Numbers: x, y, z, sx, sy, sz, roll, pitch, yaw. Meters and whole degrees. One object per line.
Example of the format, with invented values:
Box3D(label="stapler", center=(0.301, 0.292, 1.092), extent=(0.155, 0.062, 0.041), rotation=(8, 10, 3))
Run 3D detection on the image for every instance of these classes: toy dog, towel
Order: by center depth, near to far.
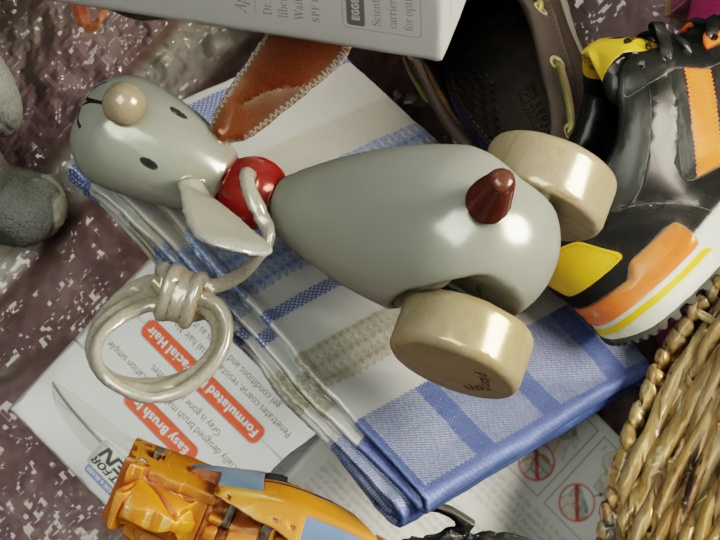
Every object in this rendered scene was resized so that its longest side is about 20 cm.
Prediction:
Box3D(label="toy dog", center=(-0.009, -0.028, 1.030), extent=(0.200, 0.096, 0.132), rotation=(0, 64, 4))
Box3D(label="towel", center=(0.000, 0.000, 1.118), extent=(0.147, 0.024, 0.200), rotation=(-28, 65, -40))

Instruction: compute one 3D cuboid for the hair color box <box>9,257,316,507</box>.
Box3D(label="hair color box", center=(-0.034, 0.025, 1.210), extent=(0.111, 0.064, 0.200), rotation=(44, 90, 16))

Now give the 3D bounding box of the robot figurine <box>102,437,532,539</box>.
Box3D(label="robot figurine", center=(-0.011, 0.147, 1.079), extent=(0.200, 0.058, 0.145), rotation=(23, 106, -1))

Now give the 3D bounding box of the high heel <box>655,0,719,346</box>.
Box3D(label="high heel", center=(0.157, -0.057, 1.158), extent=(0.067, 0.096, 0.200), rotation=(15, 73, -20))

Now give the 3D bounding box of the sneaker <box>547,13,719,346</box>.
Box3D(label="sneaker", center=(0.132, -0.071, 1.100), extent=(0.090, 0.070, 0.200), rotation=(41, 87, -15))

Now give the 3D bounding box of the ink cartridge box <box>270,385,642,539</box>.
Box3D(label="ink cartridge box", center=(0.046, 0.112, 1.161), extent=(0.160, 0.047, 0.200), rotation=(46, 74, -5))

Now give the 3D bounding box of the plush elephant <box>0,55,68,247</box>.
Box3D(label="plush elephant", center=(-0.212, -0.124, 1.238), extent=(0.164, 0.200, 0.155), rotation=(7, 66, 23))

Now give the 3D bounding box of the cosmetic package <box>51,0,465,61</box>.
Box3D(label="cosmetic package", center=(-0.043, -0.195, 1.053), extent=(0.200, 0.123, 0.200), rotation=(11, 47, 11))

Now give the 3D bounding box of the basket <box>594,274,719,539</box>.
Box3D(label="basket", center=(0.191, 0.081, 1.121), extent=(0.143, 0.149, 0.200), rotation=(28, 88, 36))

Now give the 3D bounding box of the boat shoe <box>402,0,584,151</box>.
Box3D(label="boat shoe", center=(0.048, -0.099, 1.196), extent=(0.072, 0.060, 0.200), rotation=(-34, 56, 14))

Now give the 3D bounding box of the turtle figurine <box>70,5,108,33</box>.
Box3D(label="turtle figurine", center=(-0.127, -0.217, 1.245), extent=(0.161, 0.064, 0.200), rotation=(-42, 59, 43))

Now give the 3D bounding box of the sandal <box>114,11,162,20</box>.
Box3D(label="sandal", center=(-0.031, -0.176, 1.180), extent=(0.080, 0.057, 0.201), rotation=(44, 89, 12))
